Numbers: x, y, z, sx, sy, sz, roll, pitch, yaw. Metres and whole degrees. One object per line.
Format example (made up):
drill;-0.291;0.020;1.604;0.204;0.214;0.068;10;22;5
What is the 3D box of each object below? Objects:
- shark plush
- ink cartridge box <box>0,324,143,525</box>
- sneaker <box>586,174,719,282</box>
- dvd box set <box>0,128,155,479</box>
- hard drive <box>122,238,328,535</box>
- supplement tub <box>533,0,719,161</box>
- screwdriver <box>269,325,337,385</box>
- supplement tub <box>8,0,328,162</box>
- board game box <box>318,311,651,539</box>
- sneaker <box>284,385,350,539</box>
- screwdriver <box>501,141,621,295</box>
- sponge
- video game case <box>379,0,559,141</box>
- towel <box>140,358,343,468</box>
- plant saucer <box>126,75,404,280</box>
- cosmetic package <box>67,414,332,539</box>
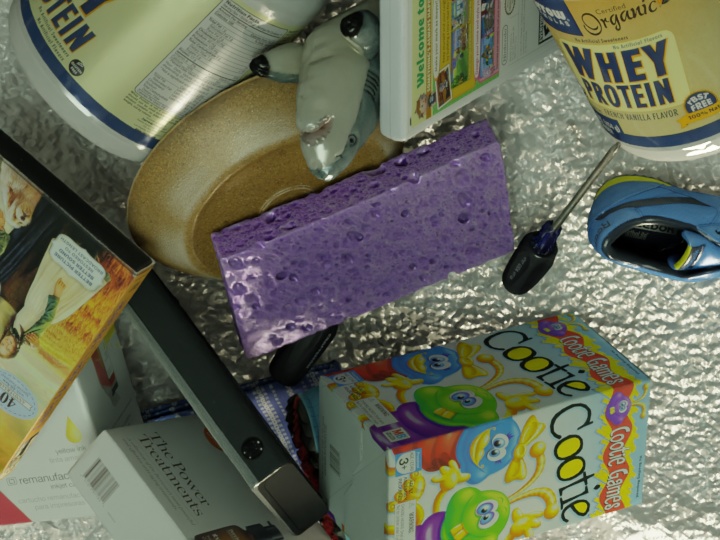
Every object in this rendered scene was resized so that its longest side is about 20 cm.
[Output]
shark plush;0.009;-0.125;1.468;0.091;0.200;0.084;-22;99;28
ink cartridge box;-0.246;0.070;1.637;0.144;0.083;0.201;-7;113;18
sneaker;0.249;-0.015;1.561;0.199;0.079;0.066;7;117;1
dvd box set;-0.241;0.023;1.538;0.146;0.029;0.200;41;118;6
hard drive;-0.100;0.076;1.563;0.033;0.140;0.200;-36;68;-3
supplement tub;0.176;-0.181;1.423;0.144;0.145;0.200;-23;126;17
screwdriver;0.000;0.000;1.616;0.029;0.028;0.200;27;111;-33
supplement tub;-0.108;-0.180;1.471;0.145;0.145;0.200;41;114;-15
board game box;0.083;0.115;1.581;0.199;0.103;0.105;-14;121;-24
sneaker;0.018;0.161;1.662;0.095;0.079;0.201;-22;122;-9
screwdriver;0.132;-0.039;1.539;0.028;0.029;0.200;0;149;-17
sponge;0.003;-0.019;1.548;0.199;0.030;0.112;-22;142;-7
video game case;0.071;-0.201;1.431;0.022;0.182;0.201;19;124;32
towel;-0.083;0.150;1.713;0.199;0.024;0.145;-16;116;14
plant saucer;-0.053;-0.053;1.527;0.199;0.036;0.201;-20;148;-13
cosmetic package;-0.085;0.189;1.589;0.052;0.151;0.200;-47;70;22
